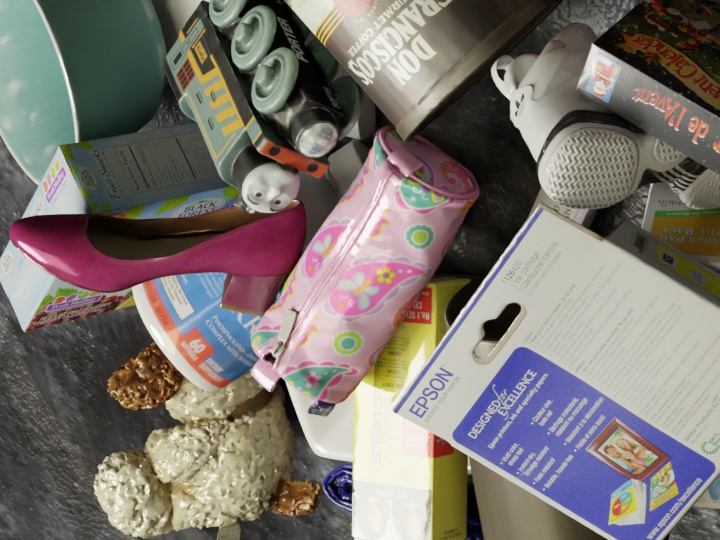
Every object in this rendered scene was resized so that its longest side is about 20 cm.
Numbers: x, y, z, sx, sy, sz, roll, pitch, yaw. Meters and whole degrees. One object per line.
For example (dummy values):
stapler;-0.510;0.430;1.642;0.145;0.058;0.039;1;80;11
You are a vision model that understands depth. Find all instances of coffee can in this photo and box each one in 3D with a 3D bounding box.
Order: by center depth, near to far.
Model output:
coffee can;0.018;-0.208;1.348;0.200;0.146;0.146;48;138;1

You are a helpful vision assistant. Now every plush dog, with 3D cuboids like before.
plush dog;-0.113;0.111;1.659;0.160;0.200;0.173;5;116;38

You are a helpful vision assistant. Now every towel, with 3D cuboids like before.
towel;0.069;0.204;1.605;0.147;0.050;0.200;30;176;28

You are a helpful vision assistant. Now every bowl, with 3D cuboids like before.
bowl;-0.221;-0.172;1.582;0.201;0.105;0.202;42;145;40

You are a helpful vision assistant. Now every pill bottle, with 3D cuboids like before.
pill bottle;-0.062;-0.008;1.527;0.199;0.112;0.113;-35;96;12

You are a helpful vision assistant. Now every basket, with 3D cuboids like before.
basket;0.134;0.107;1.442;0.135;0.181;0.201;-8;118;16

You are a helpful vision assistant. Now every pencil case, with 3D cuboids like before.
pencil case;0.000;0.000;1.411;0.087;0.087;0.201;39;114;11

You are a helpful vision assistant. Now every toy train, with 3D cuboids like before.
toy train;-0.071;-0.126;1.431;0.114;0.085;0.201;-53;40;23

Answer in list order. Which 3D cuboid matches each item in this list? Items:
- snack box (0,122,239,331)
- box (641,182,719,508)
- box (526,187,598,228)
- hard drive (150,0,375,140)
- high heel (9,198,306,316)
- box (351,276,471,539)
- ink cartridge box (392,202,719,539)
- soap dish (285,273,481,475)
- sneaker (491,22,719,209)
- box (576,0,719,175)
snack box;-0.160;-0.040;1.577;0.068;0.199;0.169;60;140;19
box;0.242;0.050;1.359;0.112;0.102;0.201;3;124;15
box;0.156;-0.076;1.407;0.039;0.041;0.201;34;137;13
hard drive;-0.081;-0.181;1.539;0.199;0.026;0.133;18;130;30
high heel;-0.139;-0.032;1.424;0.198;0.068;0.097;10;126;-15
box;0.036;0.104;1.473;0.075;0.050;0.202;5;96;35
ink cartridge box;0.153;0.066;1.306;0.199;0.047;0.198;32;125;-3
soap dish;0.033;0.074;1.591;0.199;0.081;0.158;1;120;39
sneaker;0.177;-0.100;1.296;0.115;0.199;0.075;58;139;36
box;0.249;-0.103;1.238;0.199;0.137;0.038;33;134;17
